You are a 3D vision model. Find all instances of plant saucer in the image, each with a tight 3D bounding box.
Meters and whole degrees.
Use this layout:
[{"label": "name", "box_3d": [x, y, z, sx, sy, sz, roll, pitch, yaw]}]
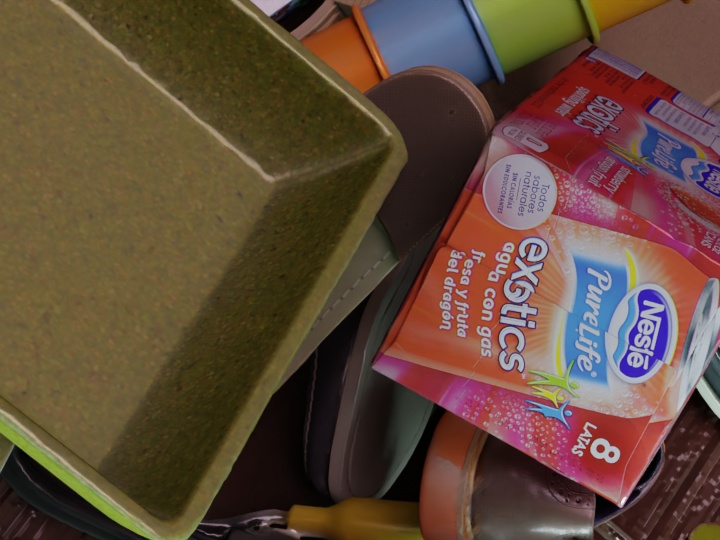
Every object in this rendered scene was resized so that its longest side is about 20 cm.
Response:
[{"label": "plant saucer", "box_3d": [-0.103, -0.034, 0.695, 0.199, 0.048, 0.200, 39, 46, -10]}]

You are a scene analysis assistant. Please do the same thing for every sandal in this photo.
[{"label": "sandal", "box_3d": [-0.033, -0.001, 0.819, 0.211, 0.070, 0.078, -37, 90, 16]}]

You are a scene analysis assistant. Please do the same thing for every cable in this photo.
[{"label": "cable", "box_3d": [-0.054, 0.110, 0.860, 0.199, 0.050, 0.098, 22, 107, 4]}]

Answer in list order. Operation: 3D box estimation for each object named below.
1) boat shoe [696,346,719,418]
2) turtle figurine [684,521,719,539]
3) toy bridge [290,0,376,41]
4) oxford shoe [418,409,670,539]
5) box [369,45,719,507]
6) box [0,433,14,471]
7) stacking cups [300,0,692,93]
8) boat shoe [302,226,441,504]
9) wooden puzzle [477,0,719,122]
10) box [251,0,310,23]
[{"label": "boat shoe", "box_3d": [0.175, 0.015, 0.936, 0.075, 0.066, 0.200, -47, 108, -24]}, {"label": "turtle figurine", "box_3d": [0.092, 0.153, 0.847, 0.199, 0.161, 0.065, 8, 54, -22]}, {"label": "toy bridge", "box_3d": [-0.049, -0.033, 0.887, 0.067, 0.027, 0.201, 24, 78, 29]}, {"label": "oxford shoe", "box_3d": [0.090, 0.063, 0.864, 0.200, 0.073, 0.072, -41, 135, -59]}, {"label": "box", "box_3d": [0.089, -0.006, 0.794, 0.099, 0.200, 0.096, 29, 110, 7]}, {"label": "box", "box_3d": [-0.184, -0.015, 0.681, 0.200, 0.032, 0.121, 33, 48, -12]}, {"label": "stacking cups", "box_3d": [0.024, -0.092, 0.841, 0.199, 0.061, 0.061, -23, 82, 3]}, {"label": "boat shoe", "box_3d": [0.000, 0.000, 0.910, 0.062, 0.073, 0.201, 5, 74, 26]}, {"label": "wooden puzzle", "box_3d": [0.103, -0.111, 0.943, 0.185, 0.037, 0.201, -35, 122, -27]}, {"label": "box", "box_3d": [-0.074, -0.158, 0.899, 0.200, 0.038, 0.137, -36, 89, -10]}]
